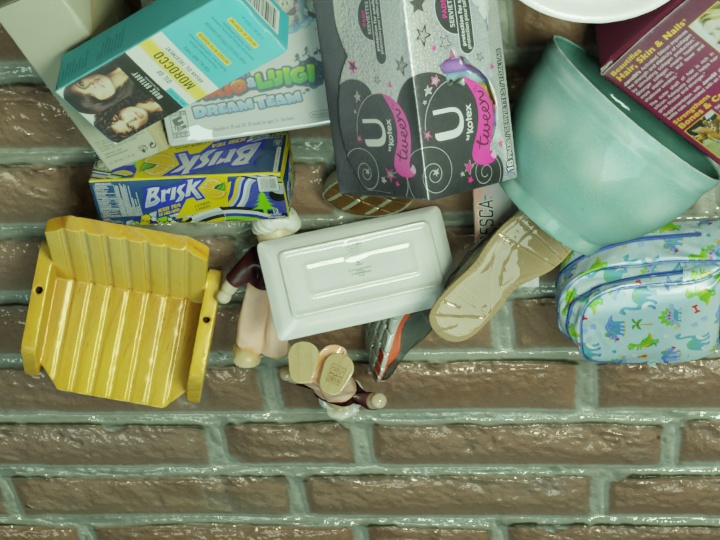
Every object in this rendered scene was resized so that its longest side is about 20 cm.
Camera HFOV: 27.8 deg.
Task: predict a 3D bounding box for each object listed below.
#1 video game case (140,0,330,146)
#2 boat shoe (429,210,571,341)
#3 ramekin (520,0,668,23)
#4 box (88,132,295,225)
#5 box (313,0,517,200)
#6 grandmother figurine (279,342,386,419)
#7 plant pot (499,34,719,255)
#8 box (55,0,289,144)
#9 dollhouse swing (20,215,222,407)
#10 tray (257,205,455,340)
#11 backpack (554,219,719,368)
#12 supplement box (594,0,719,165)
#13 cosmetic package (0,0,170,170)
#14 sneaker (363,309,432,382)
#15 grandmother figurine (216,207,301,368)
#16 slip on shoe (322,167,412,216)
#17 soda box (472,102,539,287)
[{"bbox_3d":[-0.099,-0.218,1.351,0.199,0.024,0.183,-7,104,11],"label":"video game case"},{"bbox_3d":[0.145,-0.013,1.458,0.072,0.065,0.200,39,106,-17],"label":"boat shoe"},{"bbox_3d":[0.201,-0.320,1.233,0.200,0.098,0.201,2,132,3],"label":"ramekin"},{"bbox_3d":[-0.170,-0.093,1.493,0.199,0.070,0.064,-1,133,7],"label":"box"},{"bbox_3d":[0.047,-0.170,1.286,0.132,0.115,0.201,7,110,52],"label":"box"},{"bbox_3d":[-0.028,0.127,1.627,0.121,0.061,0.200,28,171,10],"label":"grandmother figurine"},{"bbox_3d":[0.209,-0.100,1.331,0.200,0.200,0.134,32,111,-23],"label":"plant pot"},{"bbox_3d":[-0.165,-0.189,1.273,0.200,0.049,0.082,-24,133,26],"label":"box"},{"bbox_3d":[-0.257,0.049,1.552,0.199,0.182,0.176,11,176,-4],"label":"dollhouse swing"},{"bbox_3d":[0.000,0.000,1.510,0.199,0.108,0.022,-12,169,-8],"label":"tray"},{"bbox_3d":[0.303,0.023,1.525,0.199,0.154,0.163,10,141,13],"label":"backpack"},{"bbox_3d":[0.330,-0.194,1.333,0.200,0.103,0.131,33,127,-24],"label":"supplement box"},{"bbox_3d":[-0.253,-0.206,1.376,0.073,0.104,0.200,-17,130,18],"label":"cosmetic package"},{"bbox_3d":[0.058,0.058,1.612,0.082,0.077,0.200,-4,145,-18],"label":"sneaker"},{"bbox_3d":[-0.095,0.010,1.578,0.121,0.061,0.200,-22,136,-33],"label":"grandmother figurine"},{"bbox_3d":[0.037,-0.113,1.467,0.076,0.061,0.200,30,146,-22],"label":"slip on shoe"},{"bbox_3d":[0.149,-0.073,1.488,0.068,0.064,0.200,-1,133,7],"label":"soda box"}]
